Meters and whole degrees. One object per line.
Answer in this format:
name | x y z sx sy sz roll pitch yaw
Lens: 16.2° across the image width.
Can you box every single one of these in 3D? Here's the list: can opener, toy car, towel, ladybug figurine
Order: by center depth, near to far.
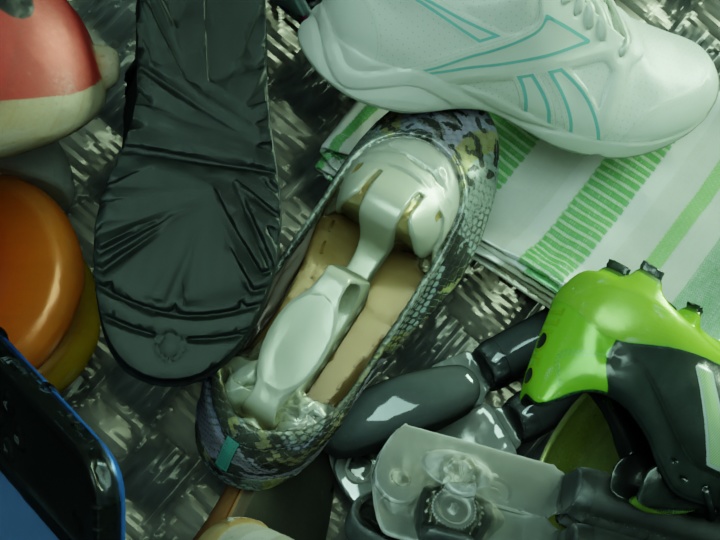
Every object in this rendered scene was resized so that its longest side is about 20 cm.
ladybug figurine | -0.195 -0.085 1.001 0.198 0.136 0.072 -5 112 -10
toy car | -0.208 0.005 1.053 0.198 0.150 0.176 3 74 -3
can opener | 0.093 0.117 1.063 0.199 0.067 0.054 17 53 -9
can opener | 0.075 0.047 1.110 0.199 0.067 0.053 -26 79 -16
towel | 0.100 -0.048 1.129 0.199 0.023 0.153 30 58 13

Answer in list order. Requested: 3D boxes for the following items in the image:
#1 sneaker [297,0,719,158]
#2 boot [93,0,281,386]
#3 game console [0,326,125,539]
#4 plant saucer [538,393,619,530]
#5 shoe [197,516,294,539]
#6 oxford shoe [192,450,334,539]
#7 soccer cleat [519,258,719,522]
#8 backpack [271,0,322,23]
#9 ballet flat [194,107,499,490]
sneaker | 0.077 -0.102 1.080 0.199 0.081 0.071 8 39 -28
boot | -0.072 -0.036 1.068 0.073 0.163 0.200 3 75 -4
game console | -0.178 0.132 0.988 0.118 0.201 0.171 -14 32 -29
plant saucer | 0.165 0.126 1.101 0.198 0.031 0.202 1 79 -4
shoe | -0.048 0.201 1.005 0.070 0.053 0.202 5 91 -46
oxford shoe | -0.072 0.142 1.072 0.071 0.071 0.201 10 61 34
soccer cleat | 0.151 0.075 1.037 0.199 0.067 0.081 35 79 -14
backpack | 0.006 -0.207 1.118 0.150 0.178 0.200 31 77 28
ballet flat | 0.000 0.000 1.048 0.072 0.072 0.201 32 73 5
